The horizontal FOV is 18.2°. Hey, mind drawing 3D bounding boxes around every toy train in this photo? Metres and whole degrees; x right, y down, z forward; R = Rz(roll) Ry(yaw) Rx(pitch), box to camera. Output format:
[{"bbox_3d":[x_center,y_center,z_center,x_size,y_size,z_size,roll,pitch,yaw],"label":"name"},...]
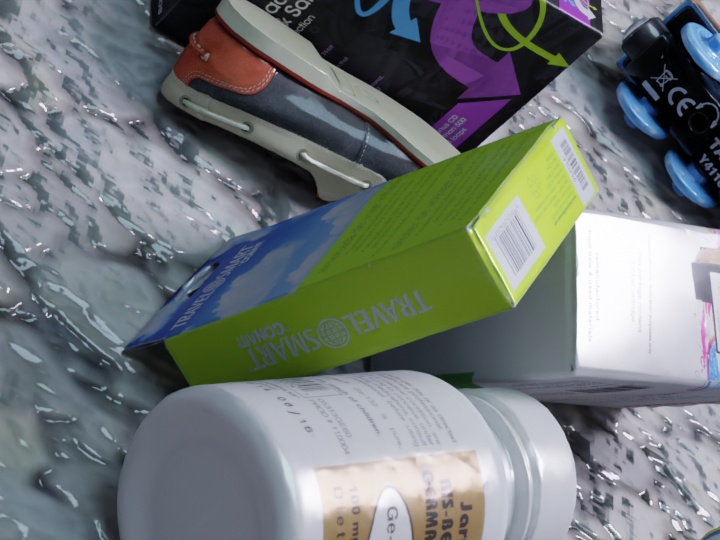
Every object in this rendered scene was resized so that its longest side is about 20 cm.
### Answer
[{"bbox_3d":[0.245,-0.083,1.435,0.200,0.087,0.114,52,28,8],"label":"toy train"}]

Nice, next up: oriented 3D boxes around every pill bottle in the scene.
[{"bbox_3d":[0.001,0.103,1.002,0.200,0.114,0.115,-2,60,-45],"label":"pill bottle"}]

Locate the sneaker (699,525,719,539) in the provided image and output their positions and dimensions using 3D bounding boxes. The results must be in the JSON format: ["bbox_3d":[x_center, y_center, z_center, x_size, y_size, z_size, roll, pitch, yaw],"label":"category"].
[{"bbox_3d":[0.229,0.228,1.160,0.200,0.074,0.082,48,39,10],"label":"sneaker"}]

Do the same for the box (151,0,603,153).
[{"bbox_3d":[0.009,-0.137,1.194,0.200,0.143,0.036,26,44,-26],"label":"box"}]

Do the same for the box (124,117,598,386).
[{"bbox_3d":[0.000,0.000,1.037,0.048,0.199,0.122,61,35,-14],"label":"box"}]

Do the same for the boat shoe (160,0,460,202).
[{"bbox_3d":[-0.011,-0.067,1.183,0.200,0.063,0.071,33,14,-23],"label":"boat shoe"}]

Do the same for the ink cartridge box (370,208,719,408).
[{"bbox_3d":[0.126,0.023,1.155,0.199,0.145,0.084,7,81,-41],"label":"ink cartridge box"}]
